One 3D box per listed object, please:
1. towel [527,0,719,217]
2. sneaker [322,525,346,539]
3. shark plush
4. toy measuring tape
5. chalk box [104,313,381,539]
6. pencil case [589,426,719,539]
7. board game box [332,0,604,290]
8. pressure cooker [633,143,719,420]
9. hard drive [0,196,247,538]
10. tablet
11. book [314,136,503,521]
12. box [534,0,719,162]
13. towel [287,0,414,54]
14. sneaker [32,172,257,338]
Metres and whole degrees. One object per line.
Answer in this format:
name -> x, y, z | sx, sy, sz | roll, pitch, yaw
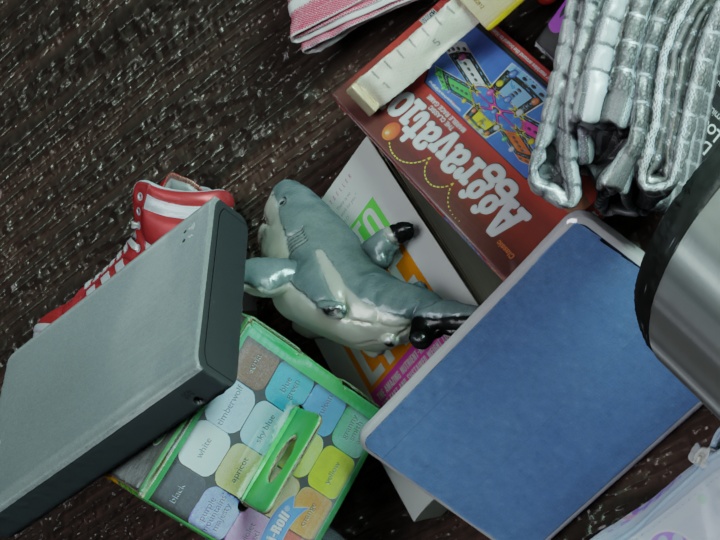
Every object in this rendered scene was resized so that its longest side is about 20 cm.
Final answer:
towel -> 0.141, -0.121, 0.729 | 0.085, 0.166, 0.201 | 13, 93, 7
sneaker -> 0.035, 0.205, 0.914 | 0.114, 0.075, 0.200 | -51, 62, 25
shark plush -> 0.000, 0.000, 0.906 | 0.200, 0.091, 0.083 | 16, 74, 52
toy measuring tape -> 0.074, -0.168, 0.901 | 0.200, 0.073, 0.074 | -40, 62, 24
chalk box -> -0.078, 0.102, 0.933 | 0.200, 0.124, 0.125 | 15, 70, 57
pencil case -> 0.158, 0.156, 0.791 | 0.200, 0.091, 0.083 | -46, 34, 32
board game box -> 0.071, -0.081, 0.890 | 0.103, 0.019, 0.200 | -42, 49, 1
pressure cooker -> 0.246, 0.028, 0.674 | 0.200, 0.178, 0.176 | 48, 137, 33
hard drive -> -0.149, 0.060, 0.917 | 0.200, 0.033, 0.140 | -35, 35, 28
tablet -> 0.105, 0.069, 0.847 | 0.130, 0.014, 0.200 | 36, 119, -10
book -> 0.032, 0.035, 0.951 | 0.134, 0.048, 0.200 | -51, 57, 34
box -> 0.198, -0.157, 0.820 | 0.200, 0.036, 0.143 | -54, 55, 24
towel -> 0.007, -0.254, 0.997 | 0.146, 0.030, 0.201 | -18, 67, 38
sneaker -> -0.162, -0.004, 1.103 | 0.200, 0.071, 0.113 | -12, 83, 33
